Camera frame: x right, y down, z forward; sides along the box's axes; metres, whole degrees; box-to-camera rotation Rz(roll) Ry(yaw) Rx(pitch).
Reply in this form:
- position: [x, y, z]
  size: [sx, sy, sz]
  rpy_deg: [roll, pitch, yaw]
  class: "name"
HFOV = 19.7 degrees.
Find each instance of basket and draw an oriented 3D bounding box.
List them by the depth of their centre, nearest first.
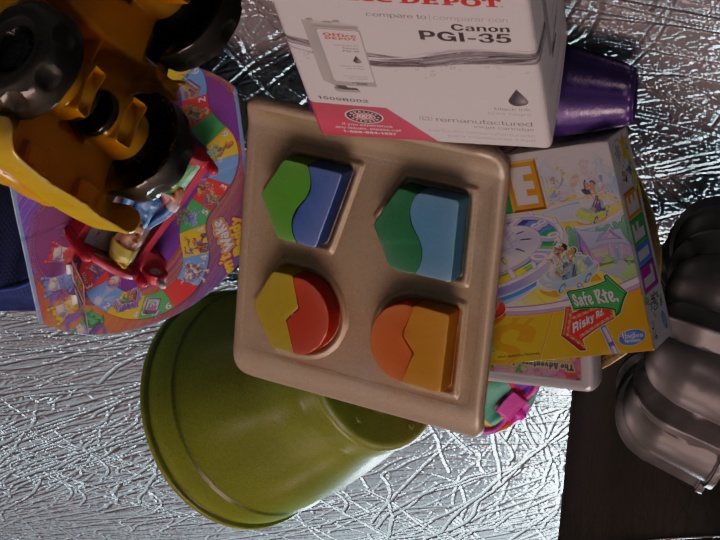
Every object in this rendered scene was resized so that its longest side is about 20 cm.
- position: [0.229, 0.107, 1.553]
  size: [0.179, 0.202, 0.136]
  rpy_deg: [-3, 167, 5]
  class: "basket"

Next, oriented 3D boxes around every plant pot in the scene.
- position: [-0.041, 0.094, 1.659]
  size: [0.199, 0.202, 0.192]
  rpy_deg: [22, 154, -33]
  class: "plant pot"

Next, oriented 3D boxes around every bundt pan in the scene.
- position: [0.224, 0.041, 1.382]
  size: [0.075, 0.203, 0.202]
  rpy_deg: [18, 160, 1]
  class: "bundt pan"

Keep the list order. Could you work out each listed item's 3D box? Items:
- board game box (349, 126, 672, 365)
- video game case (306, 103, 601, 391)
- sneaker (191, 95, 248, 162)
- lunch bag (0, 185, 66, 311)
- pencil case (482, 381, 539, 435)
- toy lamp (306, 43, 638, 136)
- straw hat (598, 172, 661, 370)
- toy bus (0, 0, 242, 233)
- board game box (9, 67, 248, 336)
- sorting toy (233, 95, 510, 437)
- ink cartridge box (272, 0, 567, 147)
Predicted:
- position: [0.087, -0.009, 1.313]
  size: [0.199, 0.135, 0.034]
  rpy_deg: [-7, -166, 31]
  class: "board game box"
- position: [0.060, -0.018, 1.360]
  size: [0.199, 0.183, 0.024]
  rpy_deg: [5, -159, 27]
  class: "video game case"
- position: [-0.159, -0.120, 1.317]
  size: [0.199, 0.073, 0.085]
  rpy_deg: [16, 161, -15]
  class: "sneaker"
- position: [-0.233, -0.040, 1.442]
  size: [0.199, 0.137, 0.132]
  rpy_deg: [-6, 173, 40]
  class: "lunch bag"
- position: [0.103, 0.068, 1.593]
  size: [0.088, 0.089, 0.200]
  rpy_deg: [6, -171, 7]
  class: "pencil case"
- position: [0.069, -0.115, 1.268]
  size: [0.198, 0.059, 0.058]
  rpy_deg: [7, 160, 12]
  class: "toy lamp"
- position: [0.125, -0.034, 1.382]
  size: [0.200, 0.203, 0.085]
  rpy_deg: [-4, -165, 31]
  class: "straw hat"
- position: [-0.184, -0.133, 1.133]
  size: [0.191, 0.201, 0.136]
  rpy_deg: [5, 160, 32]
  class: "toy bus"
- position: [-0.136, -0.035, 1.319]
  size: [0.157, 0.039, 0.201]
  rpy_deg: [-19, 130, -18]
  class: "board game box"
- position: [0.000, 0.000, 1.322]
  size: [0.184, 0.202, 0.036]
  rpy_deg: [14, -155, 24]
  class: "sorting toy"
- position: [0.034, -0.149, 1.148]
  size: [0.145, 0.083, 0.200]
  rpy_deg: [5, 159, 11]
  class: "ink cartridge box"
